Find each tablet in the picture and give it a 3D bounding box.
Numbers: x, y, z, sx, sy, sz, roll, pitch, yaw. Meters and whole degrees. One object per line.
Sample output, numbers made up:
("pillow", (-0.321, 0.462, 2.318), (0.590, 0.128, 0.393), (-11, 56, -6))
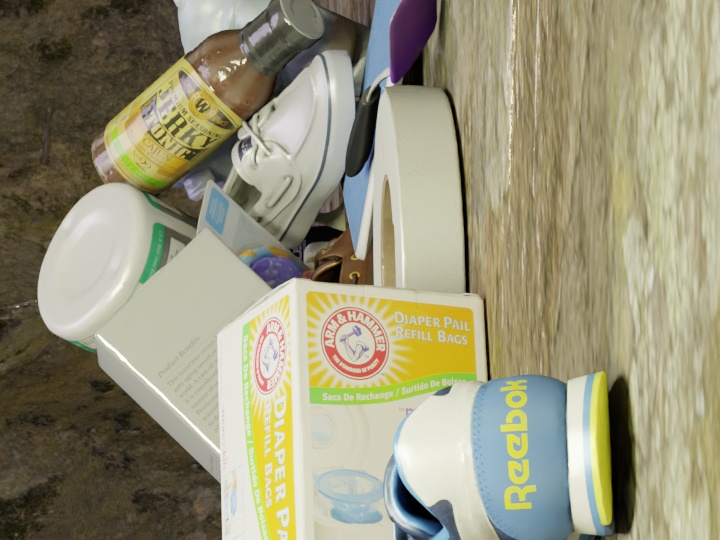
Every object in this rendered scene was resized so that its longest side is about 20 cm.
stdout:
("tablet", (0.014, -0.120, 1.703), (0.130, 0.014, 0.202), (-101, 20, -69))

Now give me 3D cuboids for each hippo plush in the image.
("hippo plush", (-0.082, -0.123, 1.922), (0.159, 0.199, 0.162), (27, 97, 46))

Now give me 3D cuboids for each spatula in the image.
("spatula", (0.015, -0.109, 1.585), (0.057, 0.020, 0.200), (-55, -4, -30))

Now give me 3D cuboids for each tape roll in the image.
("tape roll", (0.032, -0.002, 1.528), (0.203, 0.037, 0.205), (179, 90, -86))

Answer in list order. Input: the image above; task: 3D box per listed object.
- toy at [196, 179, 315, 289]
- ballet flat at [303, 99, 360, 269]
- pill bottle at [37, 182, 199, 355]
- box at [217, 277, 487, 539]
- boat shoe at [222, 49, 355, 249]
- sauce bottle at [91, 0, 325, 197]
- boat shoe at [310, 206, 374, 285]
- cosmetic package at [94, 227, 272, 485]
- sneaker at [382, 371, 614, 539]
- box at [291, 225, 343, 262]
("toy", (-0.036, 0.035, 1.804), (0.200, 0.047, 0.116), (45, -140, -37))
("ballet flat", (-0.010, -0.029, 1.903), (0.074, 0.074, 0.202), (-100, 9, -64))
("pill bottle", (-0.113, 0.028, 1.850), (0.113, 0.199, 0.114), (-30, 46, 37))
("box", (-0.003, 0.115, 1.348), (0.101, 0.112, 0.202), (146, 126, -59))
("boat shoe", (-0.053, -0.076, 1.813), (0.201, 0.065, 0.074), (114, 150, -50))
("sauce bottle", (-0.103, -0.121, 1.829), (0.200, 0.064, 0.065), (-40, 39, 35))
("boat shoe", (0.000, 0.001, 1.759), (0.201, 0.067, 0.073), (-98, 8, -60))
("cosmetic package", (-0.061, 0.083, 1.668), (0.200, 0.101, 0.071), (44, 164, 10))
("sneaker", (0.048, 0.083, 1.017), (0.200, 0.082, 0.075), (94, 172, -70))
("box", (-0.037, 0.074, 2.047), (0.200, 0.085, 0.165), (79, -173, -74))
